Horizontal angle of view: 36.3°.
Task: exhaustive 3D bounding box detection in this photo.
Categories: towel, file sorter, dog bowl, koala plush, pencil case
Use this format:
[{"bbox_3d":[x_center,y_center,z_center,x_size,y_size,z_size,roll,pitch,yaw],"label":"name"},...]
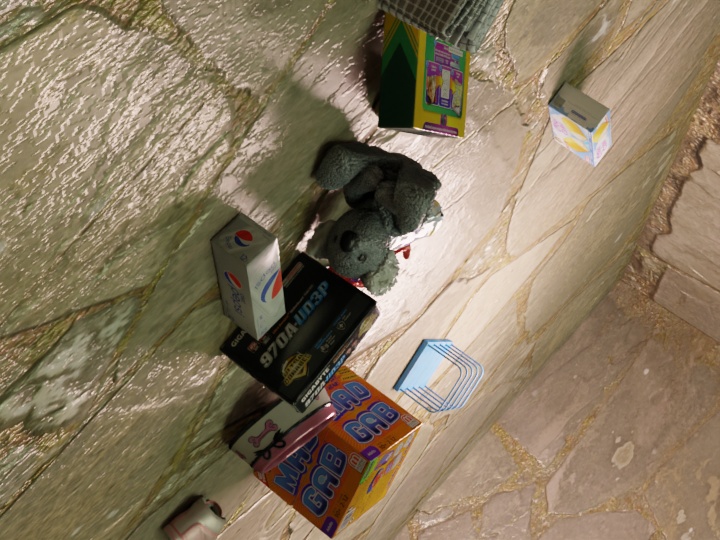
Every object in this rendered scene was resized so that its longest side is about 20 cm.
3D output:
[{"bbox_3d":[0.106,-0.388,1.340,0.086,0.165,0.200,-1,123,-62],"label":"towel"},{"bbox_3d":[0.194,0.254,2.612,0.139,0.123,0.200,-59,159,9],"label":"file sorter"},{"bbox_3d":[-0.127,0.271,1.898,0.200,0.074,0.200,-37,170,-7],"label":"dog bowl"},{"bbox_3d":[0.016,-0.072,1.636,0.200,0.177,0.184,-66,168,18],"label":"koala plush"},{"bbox_3d":[0.057,-0.073,1.826,0.200,0.090,0.083,-25,122,-51],"label":"pencil case"}]

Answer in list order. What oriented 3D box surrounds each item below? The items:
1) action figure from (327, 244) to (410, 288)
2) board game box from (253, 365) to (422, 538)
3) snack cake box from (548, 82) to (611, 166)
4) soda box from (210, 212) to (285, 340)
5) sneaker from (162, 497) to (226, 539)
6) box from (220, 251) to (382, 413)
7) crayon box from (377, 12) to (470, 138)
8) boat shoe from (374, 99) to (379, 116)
[{"bbox_3d":[0.000,0.000,1.845,0.200,0.065,0.052,-28,146,-40],"label":"action figure"},{"bbox_3d":[-0.042,0.341,2.099,0.200,0.200,0.200,-23,143,-56],"label":"board game box"},{"bbox_3d":[0.474,-0.313,2.366,0.067,0.115,0.200,-53,159,-4],"label":"snack cake box"},{"bbox_3d":[-0.153,0.012,1.524,0.063,0.068,0.200,-45,157,-25],"label":"soda box"},{"bbox_3d":[-0.277,0.469,1.949,0.105,0.075,0.200,-42,153,-19],"label":"sneaker"},{"bbox_3d":[-0.088,0.091,1.658,0.200,0.159,0.046,-50,153,-12],"label":"box"},{"bbox_3d":[0.093,-0.278,1.538,0.200,0.058,0.173,-5,99,-65],"label":"crayon box"},{"bbox_3d":[0.090,-0.238,1.681,0.200,0.066,0.074,-13,135,-61],"label":"boat shoe"}]
